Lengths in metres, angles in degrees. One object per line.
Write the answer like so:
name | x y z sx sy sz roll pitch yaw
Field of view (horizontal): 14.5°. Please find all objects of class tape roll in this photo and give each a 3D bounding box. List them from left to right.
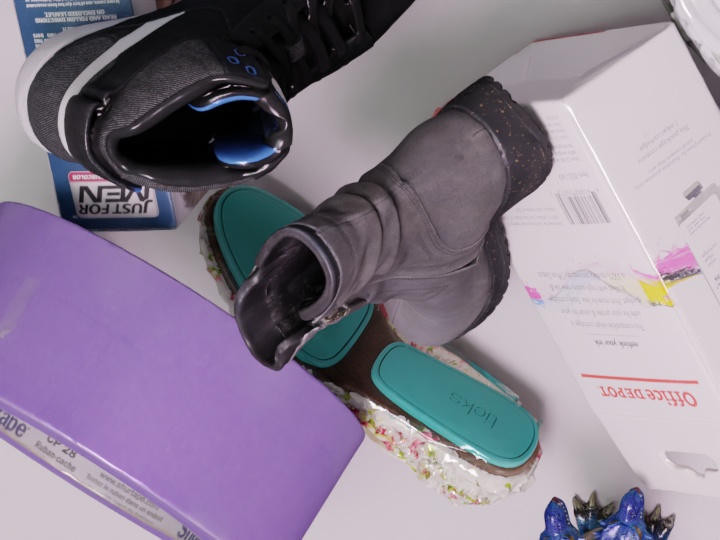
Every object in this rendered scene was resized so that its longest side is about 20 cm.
tape roll | -0.103 0.058 1.292 0.200 0.200 0.085 30 79 6

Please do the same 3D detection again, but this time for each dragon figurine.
dragon figurine | 0.109 0.172 1.322 0.059 0.099 0.200 12 120 17

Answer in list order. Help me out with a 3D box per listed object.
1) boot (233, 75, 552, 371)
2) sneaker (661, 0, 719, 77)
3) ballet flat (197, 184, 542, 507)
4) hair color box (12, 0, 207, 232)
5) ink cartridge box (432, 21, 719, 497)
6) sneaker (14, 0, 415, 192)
boot | 0.000 0.000 1.207 0.070 0.132 0.200 48 158 17
sneaker | 0.188 -0.102 1.172 0.099 0.078 0.200 -32 95 8
ballet flat | -0.004 0.044 1.323 0.200 0.076 0.064 41 144 2
hair color box | -0.107 -0.127 1.256 0.060 0.100 0.200 0 116 20
ink cartridge box | 0.126 -0.001 1.214 0.200 0.067 0.116 61 157 -14
sneaker | -0.034 -0.085 1.180 0.112 0.200 0.073 34 147 54
